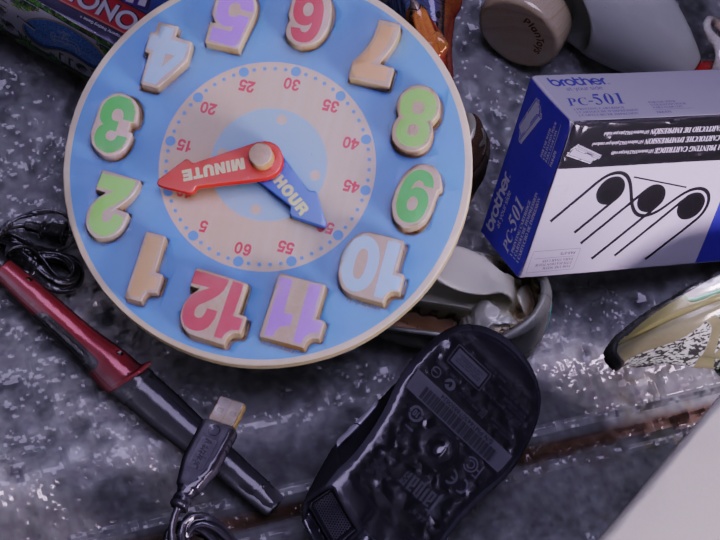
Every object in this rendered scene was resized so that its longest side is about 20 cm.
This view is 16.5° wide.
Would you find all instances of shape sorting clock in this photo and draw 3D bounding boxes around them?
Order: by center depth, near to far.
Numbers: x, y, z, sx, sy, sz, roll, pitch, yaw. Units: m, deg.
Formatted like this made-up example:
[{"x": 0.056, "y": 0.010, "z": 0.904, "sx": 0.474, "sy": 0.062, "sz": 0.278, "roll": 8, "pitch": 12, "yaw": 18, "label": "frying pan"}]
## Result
[{"x": -0.045, "y": -0.051, "z": 1.194, "sx": 0.198, "sy": 0.039, "sz": 0.202, "roll": -1, "pitch": 77, "yaw": 4, "label": "shape sorting clock"}]

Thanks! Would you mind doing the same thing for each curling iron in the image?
[{"x": -0.110, "y": 0.043, "z": 1.207, "sx": 0.050, "sy": 0.026, "sz": 0.200, "roll": -39, "pitch": 77, "yaw": -24, "label": "curling iron"}]

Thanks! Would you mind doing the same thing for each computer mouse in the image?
[{"x": -0.010, "y": 0.095, "z": 1.186, "sx": 0.140, "sy": 0.046, "sz": 0.201, "roll": 37, "pitch": 68, "yaw": -10, "label": "computer mouse"}]

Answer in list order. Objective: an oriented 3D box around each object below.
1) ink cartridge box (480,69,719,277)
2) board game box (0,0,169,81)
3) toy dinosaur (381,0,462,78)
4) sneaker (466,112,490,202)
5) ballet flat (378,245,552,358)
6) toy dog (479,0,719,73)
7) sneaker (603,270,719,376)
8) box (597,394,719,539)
[{"x": 0.165, "y": -0.052, "z": 1.254, "sx": 0.199, "sy": 0.094, "sz": 0.044, "roll": -4, "pitch": 38, "yaw": -30, "label": "ink cartridge box"}, {"x": -0.171, "y": -0.172, "z": 1.286, "sx": 0.199, "sy": 0.062, "sz": 0.200, "roll": 30, "pitch": 61, "yaw": 5, "label": "board game box"}, {"x": 0.037, "y": -0.170, "z": 1.297, "sx": 0.199, "sy": 0.105, "sz": 0.182, "roll": -17, "pitch": 60, "yaw": -21, "label": "toy dinosaur"}, {"x": -0.031, "y": -0.074, "z": 1.259, "sx": 0.198, "sy": 0.076, "sz": 0.071, "roll": 6, "pitch": 61, "yaw": -10, "label": "sneaker"}, {"x": 0.000, "y": 0.000, "z": 1.234, "sx": 0.199, "sy": 0.064, "sz": 0.068, "roll": 11, "pitch": 61, "yaw": -7, "label": "ballet flat"}, {"x": 0.167, "y": -0.138, "z": 1.327, "sx": 0.199, "sy": 0.096, "sz": 0.133, "roll": 14, "pitch": 61, "yaw": -5, "label": "toy dog"}, {"x": 0.223, "y": 0.044, "z": 1.262, "sx": 0.199, "sy": 0.077, "sz": 0.089, "roll": -6, "pitch": 73, "yaw": -14, "label": "sneaker"}, {"x": 0.144, "y": 0.167, "z": 1.142, "sx": 0.109, "sy": 0.128, "sz": 0.200, "roll": 40, "pitch": 62, "yaw": 9, "label": "box"}]
